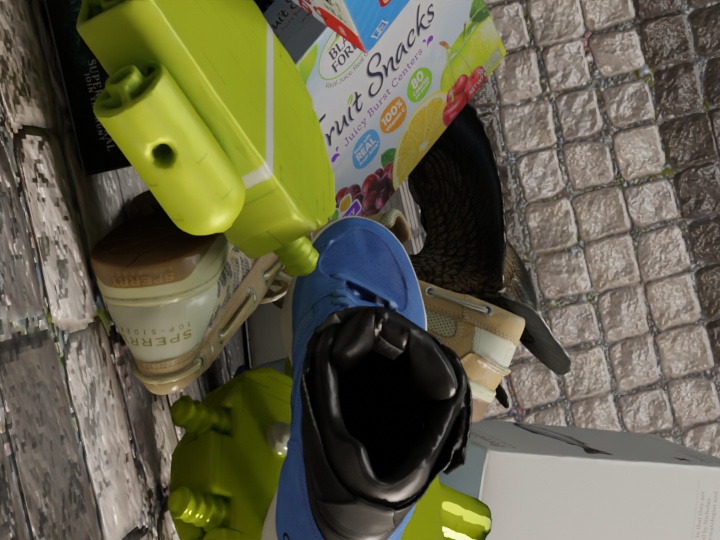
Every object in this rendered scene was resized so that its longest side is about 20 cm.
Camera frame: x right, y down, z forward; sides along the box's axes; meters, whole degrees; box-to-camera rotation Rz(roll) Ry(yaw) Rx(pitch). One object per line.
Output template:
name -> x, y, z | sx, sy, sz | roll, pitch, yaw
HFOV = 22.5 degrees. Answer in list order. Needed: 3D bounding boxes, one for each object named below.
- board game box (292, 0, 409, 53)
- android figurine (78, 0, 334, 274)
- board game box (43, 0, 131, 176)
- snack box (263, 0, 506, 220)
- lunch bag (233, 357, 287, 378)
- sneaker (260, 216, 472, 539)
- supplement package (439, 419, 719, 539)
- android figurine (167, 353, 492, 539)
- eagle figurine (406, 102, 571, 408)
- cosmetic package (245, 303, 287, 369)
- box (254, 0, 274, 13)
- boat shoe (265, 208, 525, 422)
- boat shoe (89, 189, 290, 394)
board game box -> -0.069, -0.200, 0.800 | 0.196, 0.056, 0.200 | 37, -4, 14
android figurine -> -0.067, -0.086, 0.751 | 0.200, 0.041, 0.182 | 57, 16, -34
board game box -> -0.115, -0.120, 0.872 | 0.200, 0.028, 0.136 | -60, 137, -81
snack box -> -0.007, -0.109, 1.071 | 0.053, 0.200, 0.142 | 25, -21, 37
lunch bag -> -0.014, 0.156, 0.975 | 0.161, 0.082, 0.200 | 64, 14, -61
sneaker -> 0.007, 0.036, 0.791 | 0.111, 0.077, 0.200 | 122, -16, -49
supplement package -> 0.122, 0.157, 1.080 | 0.117, 0.200, 0.118 | 15, -83, 62
android figurine -> -0.013, 0.118, 0.849 | 0.200, 0.041, 0.182 | 30, 45, -35
eagle figurine -> 0.060, -0.013, 1.190 | 0.152, 0.151, 0.200 | -31, -141, 53
cosmetic package -> -0.012, 0.102, 1.153 | 0.200, 0.071, 0.105 | 71, 8, -47
box -> -0.058, -0.190, 1.154 | 0.132, 0.114, 0.200 | -97, 174, -52
boat shoe -> 0.000, 0.000, 0.966 | 0.076, 0.200, 0.072 | -60, 161, 5
boat shoe -> -0.074, -0.002, 0.840 | 0.200, 0.073, 0.063 | -49, 133, -70
